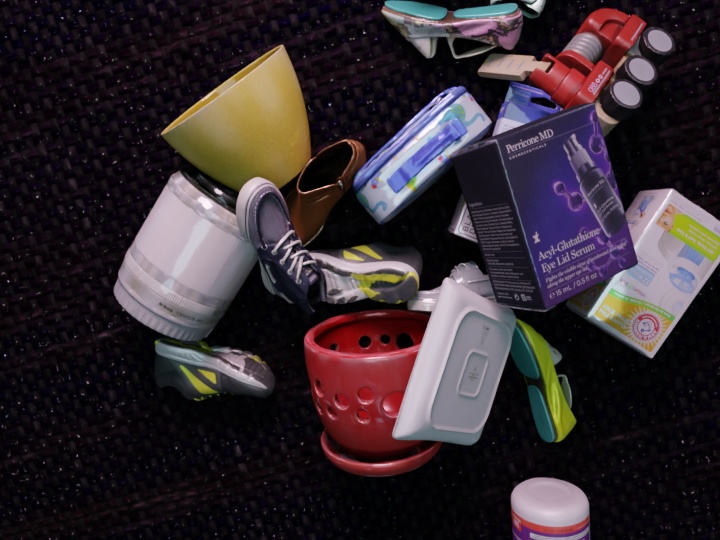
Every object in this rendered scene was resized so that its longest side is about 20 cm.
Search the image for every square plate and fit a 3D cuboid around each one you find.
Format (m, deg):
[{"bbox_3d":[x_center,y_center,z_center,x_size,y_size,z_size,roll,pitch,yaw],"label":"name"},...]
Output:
[{"bbox_3d":[0.135,0.130,0.743,0.028,0.199,0.201,17,86,42],"label":"square plate"}]

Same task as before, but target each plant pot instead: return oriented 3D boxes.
[{"bbox_3d":[-0.148,-0.186,0.788,0.198,0.201,0.143,-32,115,6],"label":"plant pot"},{"bbox_3d":[0.028,0.167,0.799,0.197,0.201,0.186,-6,101,4],"label":"plant pot"}]

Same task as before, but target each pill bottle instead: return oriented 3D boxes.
[{"bbox_3d":[0.283,0.425,0.855,0.110,0.112,0.204,-4,96,3],"label":"pill bottle"}]

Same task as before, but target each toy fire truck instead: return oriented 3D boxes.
[{"bbox_3d":[0.279,-0.276,0.776,0.199,0.129,0.177,37,66,5],"label":"toy fire truck"}]

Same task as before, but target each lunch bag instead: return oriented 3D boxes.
[{"bbox_3d":[0.079,-0.152,0.778,0.200,0.161,0.083,-42,93,7],"label":"lunch bag"}]

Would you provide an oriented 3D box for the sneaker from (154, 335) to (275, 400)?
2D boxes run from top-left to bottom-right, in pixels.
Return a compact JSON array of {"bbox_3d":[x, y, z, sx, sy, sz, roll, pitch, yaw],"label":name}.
[{"bbox_3d":[-0.224,0.161,0.881,0.197,0.074,0.086,18,103,10],"label":"sneaker"}]

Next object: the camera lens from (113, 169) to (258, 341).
[{"bbox_3d":[-0.231,-0.025,0.809,0.159,0.160,0.202,34,97,-1],"label":"camera lens"}]

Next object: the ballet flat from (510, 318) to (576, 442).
[{"bbox_3d":[0.273,0.155,0.857,0.066,0.067,0.203,-22,97,-16],"label":"ballet flat"}]

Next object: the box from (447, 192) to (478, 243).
[{"bbox_3d":[0.233,-0.071,0.792,0.197,0.060,0.118,21,98,-2],"label":"box"}]

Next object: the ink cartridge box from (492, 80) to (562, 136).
[{"bbox_3d":[0.243,-0.160,0.830,0.117,0.042,0.203,16,95,1],"label":"ink cartridge box"}]

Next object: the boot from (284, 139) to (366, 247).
[{"bbox_3d":[-0.065,-0.098,0.794,0.200,0.155,0.077,-42,93,7],"label":"boot"}]

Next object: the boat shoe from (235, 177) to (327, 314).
[{"bbox_3d":[-0.093,-0.027,0.750,0.092,0.201,0.075,30,62,28],"label":"boat shoe"}]

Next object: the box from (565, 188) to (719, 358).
[{"bbox_3d":[0.399,0.002,0.807,0.112,0.101,0.202,32,97,0],"label":"box"}]

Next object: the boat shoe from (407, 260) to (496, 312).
[{"bbox_3d":[0.161,0.023,0.836,0.197,0.070,0.073,-5,88,-12],"label":"boat shoe"}]

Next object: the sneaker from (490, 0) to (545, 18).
[{"bbox_3d":[0.270,-0.403,0.782,0.197,0.074,0.121,0,90,13],"label":"sneaker"}]

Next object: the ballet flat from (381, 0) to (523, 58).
[{"bbox_3d":[0.123,-0.332,0.801,0.197,0.070,0.072,9,130,16],"label":"ballet flat"}]

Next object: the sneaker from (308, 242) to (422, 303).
[{"bbox_3d":[0.000,0.000,0.841,0.197,0.085,0.076,8,124,23],"label":"sneaker"}]

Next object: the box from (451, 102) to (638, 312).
[{"bbox_3d":[0.218,-0.074,0.688,0.146,0.104,0.203,-23,99,-17],"label":"box"}]
